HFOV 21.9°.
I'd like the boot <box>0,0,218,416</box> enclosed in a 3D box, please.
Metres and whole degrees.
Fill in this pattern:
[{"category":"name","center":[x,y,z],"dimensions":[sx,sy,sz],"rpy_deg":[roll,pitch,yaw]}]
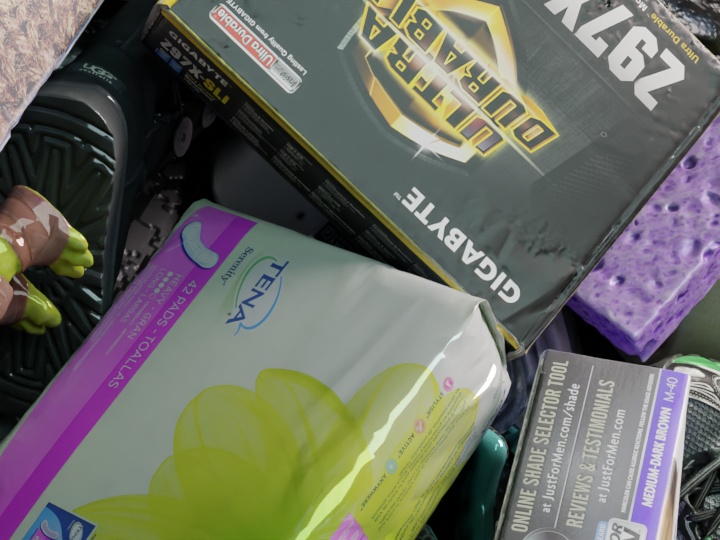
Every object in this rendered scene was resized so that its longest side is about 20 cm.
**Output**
[{"category":"boot","center":[-0.106,-0.048,0.831],"dimensions":[0.065,0.165,0.200],"rpy_deg":[24,32,0]}]

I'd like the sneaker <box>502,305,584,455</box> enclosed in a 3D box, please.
[{"category":"sneaker","center":[0.080,-0.004,0.916],"dimensions":[0.091,0.078,0.201],"rpy_deg":[-8,72,-41]}]

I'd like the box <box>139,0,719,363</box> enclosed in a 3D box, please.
[{"category":"box","center":[0.036,-0.086,0.767],"dimensions":[0.200,0.049,0.160],"rpy_deg":[44,68,-6]}]

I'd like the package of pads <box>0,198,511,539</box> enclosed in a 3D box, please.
[{"category":"package of pads","center":[-0.050,0.076,0.720],"dimensions":[0.154,0.068,0.200],"rpy_deg":[20,62,31]}]

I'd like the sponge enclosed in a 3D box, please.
[{"category":"sponge","center":[0.088,-0.059,0.849],"dimensions":[0.112,0.030,0.200],"rpy_deg":[-46,62,-9]}]

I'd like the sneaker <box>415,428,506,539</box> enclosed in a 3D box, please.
[{"category":"sneaker","center":[0.011,0.140,0.749],"dimensions":[0.077,0.091,0.201],"rpy_deg":[23,55,-13]}]

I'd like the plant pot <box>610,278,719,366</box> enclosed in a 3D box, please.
[{"category":"plant pot","center":[0.188,-0.009,0.903],"dimensions":[0.134,0.200,0.201],"rpy_deg":[-9,67,-20]}]

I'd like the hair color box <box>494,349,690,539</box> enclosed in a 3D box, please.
[{"category":"hair color box","center":[0.093,0.136,0.761],"dimensions":[0.065,0.200,0.110],"rpy_deg":[8,54,14]}]

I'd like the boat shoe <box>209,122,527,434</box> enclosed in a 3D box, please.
[{"category":"boat shoe","center":[0.000,0.000,0.868],"dimensions":[0.071,0.091,0.200],"rpy_deg":[-40,48,1]}]

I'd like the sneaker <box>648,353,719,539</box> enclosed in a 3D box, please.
[{"category":"sneaker","center":[0.177,0.123,0.836],"dimensions":[0.200,0.078,0.085],"rpy_deg":[56,8,-17]}]

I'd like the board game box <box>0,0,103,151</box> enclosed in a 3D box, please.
[{"category":"board game box","center":[-0.222,-0.096,0.722],"dimensions":[0.097,0.199,0.160],"rpy_deg":[60,42,-37]}]

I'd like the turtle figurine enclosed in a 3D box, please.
[{"category":"turtle figurine","center":[-0.172,0.049,0.686],"dimensions":[0.064,0.200,0.161],"rpy_deg":[30,49,9]}]
